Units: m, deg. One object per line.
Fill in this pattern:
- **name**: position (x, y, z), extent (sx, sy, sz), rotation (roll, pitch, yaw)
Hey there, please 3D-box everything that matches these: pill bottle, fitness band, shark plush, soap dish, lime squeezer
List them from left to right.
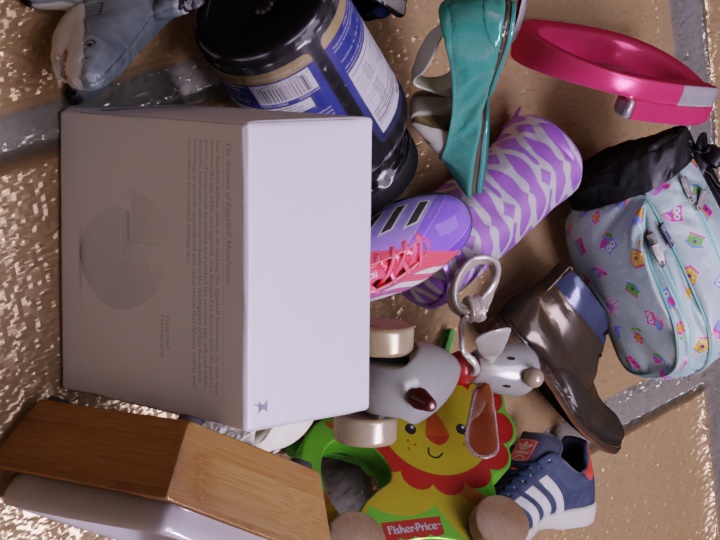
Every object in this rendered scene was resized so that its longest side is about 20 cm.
- **shark plush**: position (-0.140, -0.176, 1.438), extent (0.199, 0.083, 0.092), rotation (-28, 114, -38)
- **soap dish**: position (-0.133, 0.147, 1.409), extent (0.157, 0.199, 0.082), rotation (26, 75, -42)
- **pill bottle**: position (-0.032, -0.132, 1.519), extent (0.112, 0.111, 0.200), rotation (-58, 141, -21)
- **lime squeezer**: position (0.022, 0.124, 1.677), extent (0.199, 0.038, 0.071), rotation (-34, 86, -35)
- **fitness band**: position (0.216, -0.167, 1.743), extent (0.199, 0.143, 0.038), rotation (2, 115, -43)

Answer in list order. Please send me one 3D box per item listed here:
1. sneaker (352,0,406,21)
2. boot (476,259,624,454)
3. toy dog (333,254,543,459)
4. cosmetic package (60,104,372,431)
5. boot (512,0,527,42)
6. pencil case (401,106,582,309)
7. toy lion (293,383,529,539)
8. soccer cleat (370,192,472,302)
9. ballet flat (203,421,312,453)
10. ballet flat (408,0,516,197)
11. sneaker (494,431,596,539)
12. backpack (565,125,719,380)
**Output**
- **sneaker**: position (0.021, -0.257, 1.594), extent (0.198, 0.080, 0.116), rotation (-25, 116, -32)
- **boot**: position (0.193, 0.078, 1.781), extent (0.097, 0.075, 0.200), rotation (-46, 128, 2)
- **toy dog**: position (0.072, 0.082, 1.574), extent (0.199, 0.096, 0.133), rotation (-27, 119, -31)
- **cosmetic package**: position (-0.099, -0.009, 1.419), extent (0.122, 0.199, 0.202), rotation (-6, 101, -43)
- **boot**: position (0.027, -0.242, 1.516), extent (0.199, 0.064, 0.188), rotation (-14, 108, -31)
- **pencil case**: position (0.096, -0.050, 1.689), extent (0.200, 0.085, 0.084), rotation (-38, 158, -34)
- **toy lion**: position (0.035, 0.148, 1.616), extent (0.198, 0.069, 0.193), rotation (-4, 60, -26)
- **soccer cleat**: position (0.000, 0.000, 1.553), extent (0.198, 0.073, 0.069), rotation (-22, 103, -11)
- **ballet flat**: position (-0.042, 0.089, 1.582), extent (0.200, 0.071, 0.072), rotation (-47, 125, -30)
- **ballet flat**: position (0.072, -0.136, 1.568), extent (0.201, 0.070, 0.068), rotation (96, 1, -51)
- **sneaker**: position (0.132, 0.182, 1.759), extent (0.199, 0.074, 0.085), rotation (-7, 102, -53)
- **backpack**: position (0.258, -0.010, 1.774), extent (0.126, 0.167, 0.201), rotation (-26, 96, -17)
